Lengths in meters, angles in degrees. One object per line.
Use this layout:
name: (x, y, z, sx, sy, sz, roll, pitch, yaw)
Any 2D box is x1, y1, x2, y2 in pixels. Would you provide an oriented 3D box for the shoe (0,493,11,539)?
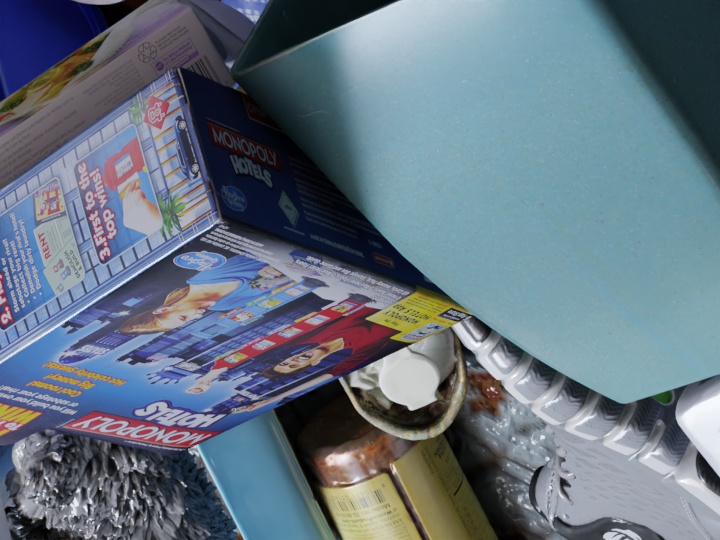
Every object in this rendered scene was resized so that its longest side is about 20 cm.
shoe: (-0.205, 0.100, 1.209, 0.071, 0.091, 0.200, -31, 73, 56)

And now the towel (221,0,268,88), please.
towel: (-0.004, -0.121, 1.147, 0.145, 0.024, 0.200, 16, 133, 30)

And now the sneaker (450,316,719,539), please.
sneaker: (0.081, 0.059, 1.188, 0.200, 0.075, 0.115, 39, 144, -5)

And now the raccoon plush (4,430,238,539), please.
raccoon plush: (-0.076, 0.116, 1.251, 0.200, 0.097, 0.134, 34, 163, -5)

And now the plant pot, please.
plant pot: (0.084, -0.059, 1.031, 0.141, 0.141, 0.200, -20, 119, 36)

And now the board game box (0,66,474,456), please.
board game box: (-0.089, 0.013, 1.067, 0.200, 0.200, 0.062, -25, 69, 22)

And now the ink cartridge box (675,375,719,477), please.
ink cartridge box: (0.241, 0.088, 1.091, 0.162, 0.057, 0.200, -33, 96, 39)

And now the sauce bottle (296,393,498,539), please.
sauce bottle: (0.039, 0.146, 1.308, 0.066, 0.066, 0.200, -5, 119, 41)

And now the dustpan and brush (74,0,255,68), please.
dustpan and brush: (-0.101, -0.144, 1.171, 0.200, 0.057, 0.140, 34, 144, 8)

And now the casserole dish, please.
casserole dish: (-0.050, 0.083, 1.296, 0.121, 0.039, 0.200, -118, 4, -50)

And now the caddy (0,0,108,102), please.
caddy: (-0.174, -0.050, 1.224, 0.200, 0.141, 0.105, -110, 30, -41)

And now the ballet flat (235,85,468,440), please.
ballet flat: (0.000, 0.000, 1.179, 0.071, 0.071, 0.200, 13, 147, 31)

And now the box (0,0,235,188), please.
box: (-0.141, -0.036, 1.113, 0.041, 0.200, 0.039, 59, 166, -23)

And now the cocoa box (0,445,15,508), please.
cocoa box: (-0.219, 0.082, 1.351, 0.131, 0.200, 0.133, 32, 145, 12)
